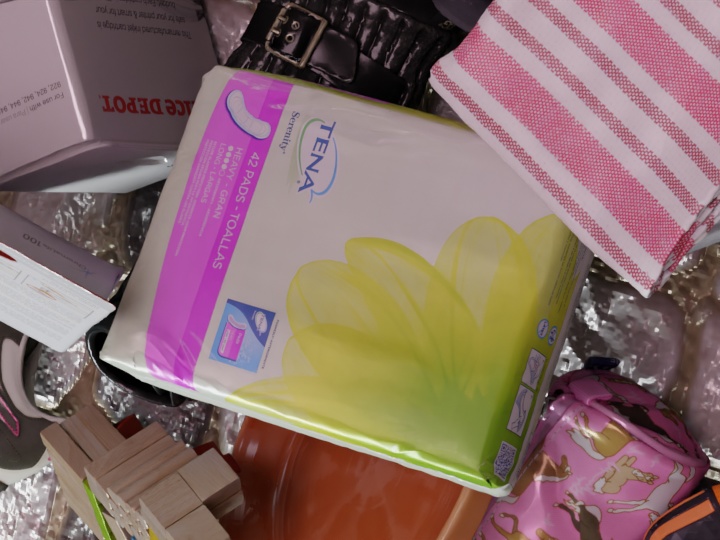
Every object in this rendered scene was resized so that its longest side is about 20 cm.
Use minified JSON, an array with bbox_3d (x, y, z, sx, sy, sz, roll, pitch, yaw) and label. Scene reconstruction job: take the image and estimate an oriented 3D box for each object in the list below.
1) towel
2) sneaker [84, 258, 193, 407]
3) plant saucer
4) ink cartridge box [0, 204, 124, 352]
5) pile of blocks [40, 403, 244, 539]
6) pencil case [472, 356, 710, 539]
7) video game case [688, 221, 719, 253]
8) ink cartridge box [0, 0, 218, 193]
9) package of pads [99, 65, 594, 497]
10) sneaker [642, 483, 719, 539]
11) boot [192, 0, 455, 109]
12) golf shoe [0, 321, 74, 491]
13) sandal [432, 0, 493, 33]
[{"bbox_3d":[0.131,-0.109,0.970,0.146,0.030,0.200,46,107,24],"label":"towel"},{"bbox_3d":[-0.058,0.017,1.155,0.199,0.099,0.071,-15,123,44],"label":"sneaker"},{"bbox_3d":[0.004,0.094,1.139,0.200,0.032,0.201,-34,42,37],"label":"plant saucer"},{"bbox_3d":[-0.187,-0.026,1.094,0.162,0.200,0.057,29,72,-9],"label":"ink cartridge box"},{"bbox_3d":[-0.097,0.118,1.201,0.200,0.062,0.082,19,137,62],"label":"pile of blocks"},{"bbox_3d":[0.080,0.139,1.121,0.086,0.083,0.200,41,109,19],"label":"pencil case"},{"bbox_3d":[0.174,-0.118,0.989,0.199,0.023,0.183,-22,81,36],"label":"video game case"},{"bbox_3d":[-0.154,-0.145,1.200,0.084,0.145,0.201,-19,82,28],"label":"ink cartridge box"},{"bbox_3d":[0.000,0.000,1.056,0.199,0.068,0.155,17,81,19],"label":"package of pads"},{"bbox_3d":[0.215,0.180,1.055,0.112,0.078,0.200,-37,90,6],"label":"sneaker"},{"bbox_3d":[-0.045,-0.143,1.181,0.211,0.079,0.158,38,108,21],"label":"boot"},{"bbox_3d":[-0.223,0.026,1.294,0.088,0.077,0.201,-21,81,4],"label":"golf shoe"},{"bbox_3d":[0.049,-0.179,1.102,0.043,0.076,0.201,-61,35,31],"label":"sandal"}]
